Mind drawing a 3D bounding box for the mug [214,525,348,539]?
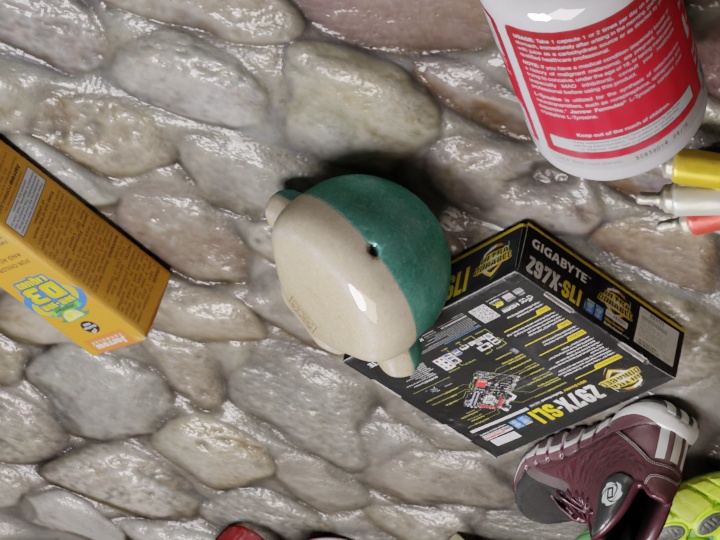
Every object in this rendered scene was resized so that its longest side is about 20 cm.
[{"bbox_3d":[-0.059,0.314,2.169,0.133,0.178,0.200,-13,159,-25],"label":"mug"}]

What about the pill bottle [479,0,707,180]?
[{"bbox_3d":[0.130,-0.155,1.421,0.112,0.112,0.200,0,143,21],"label":"pill bottle"}]

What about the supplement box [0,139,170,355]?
[{"bbox_3d":[-0.235,-0.019,1.791,0.066,0.069,0.200,-19,135,42],"label":"supplement box"}]

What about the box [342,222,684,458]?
[{"bbox_3d":[0.109,0.055,1.778,0.160,0.049,0.200,31,142,-26],"label":"box"}]

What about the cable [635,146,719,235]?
[{"bbox_3d":[0.280,-0.049,1.565,0.200,0.050,0.097,1,144,21],"label":"cable"}]

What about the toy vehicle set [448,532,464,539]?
[{"bbox_3d":[0.147,0.316,2.079,0.124,0.027,0.200,41,171,48],"label":"toy vehicle set"}]

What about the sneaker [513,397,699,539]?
[{"bbox_3d":[0.175,0.181,1.867,0.076,0.116,0.200,28,143,-18],"label":"sneaker"}]

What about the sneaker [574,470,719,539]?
[{"bbox_3d":[0.232,0.202,1.921,0.200,0.084,0.074,-29,107,24],"label":"sneaker"}]

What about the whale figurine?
[{"bbox_3d":[0.000,0.000,1.713,0.159,0.104,0.200,51,164,4],"label":"whale figurine"}]
